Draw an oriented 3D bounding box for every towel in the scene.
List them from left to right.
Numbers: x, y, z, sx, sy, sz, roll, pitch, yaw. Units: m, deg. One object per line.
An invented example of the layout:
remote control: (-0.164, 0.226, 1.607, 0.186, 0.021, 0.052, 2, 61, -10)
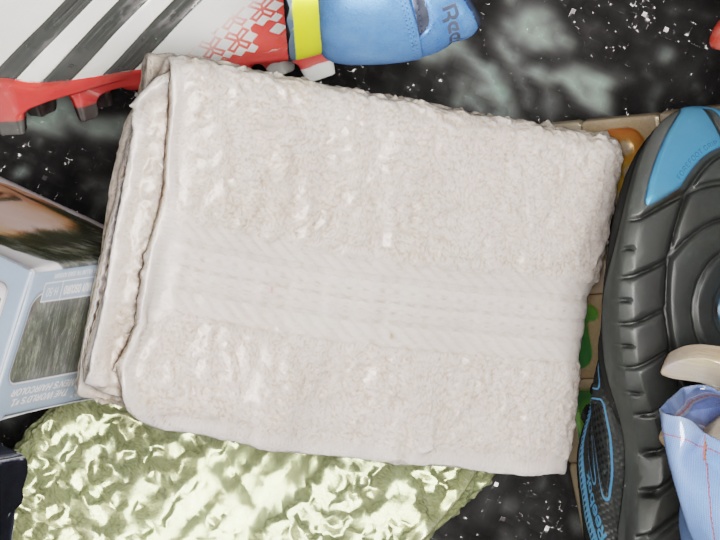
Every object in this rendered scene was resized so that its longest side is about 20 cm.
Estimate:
towel: (-0.046, 0.078, 1.132, 0.148, 0.036, 0.200, 41, 81, 2)
towel: (0.000, 0.000, 1.072, 0.199, 0.034, 0.133, 8, 96, -25)

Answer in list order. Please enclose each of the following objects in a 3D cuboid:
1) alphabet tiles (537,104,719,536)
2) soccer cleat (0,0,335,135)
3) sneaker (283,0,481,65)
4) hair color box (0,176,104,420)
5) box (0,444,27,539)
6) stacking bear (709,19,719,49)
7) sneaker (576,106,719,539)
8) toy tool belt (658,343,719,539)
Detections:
alphabet tiles: (0.154, 0.019, 1.102, 0.199, 0.008, 0.168, -5, 102, 34)
soccer cleat: (-0.062, -0.109, 1.112, 0.199, 0.069, 0.086, -11, 105, 13)
sneaker: (0.005, -0.167, 1.069, 0.078, 0.066, 0.201, -5, 71, 0)
hair color box: (-0.182, -0.014, 1.095, 0.199, 0.099, 0.061, 25, 104, 22)
box: (-0.242, 0.141, 1.114, 0.199, 0.117, 0.198, 17, 105, 37)
stacking bear: (0.219, -0.072, 0.994, 0.199, 0.121, 0.114, 2, 107, 18)
sneaker: (0.106, 0.040, 1.089, 0.073, 0.082, 0.201, 3, 94, -25)
toy tool belt: (0.140, 0.081, 0.998, 0.122, 0.125, 0.201, -10, 95, 23)
